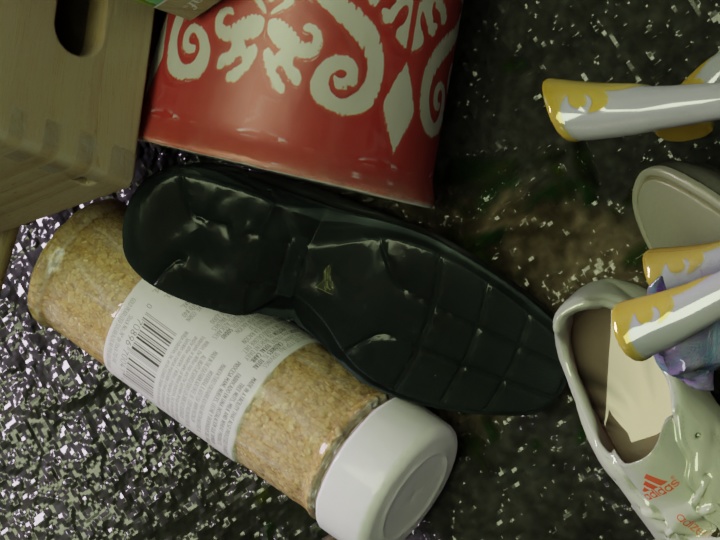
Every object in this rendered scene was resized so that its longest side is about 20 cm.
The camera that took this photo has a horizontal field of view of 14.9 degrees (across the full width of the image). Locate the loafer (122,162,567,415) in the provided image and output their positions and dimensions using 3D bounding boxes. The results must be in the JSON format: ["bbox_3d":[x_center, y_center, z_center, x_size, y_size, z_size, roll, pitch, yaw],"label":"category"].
[{"bbox_3d":[0.000,0.000,1.184,0.200,0.072,0.073,25,109,2],"label":"loafer"}]

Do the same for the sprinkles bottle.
[{"bbox_3d":[-0.054,0.045,1.211,0.200,0.068,0.068,34,103,22],"label":"sprinkles bottle"}]

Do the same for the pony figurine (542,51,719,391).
[{"bbox_3d":[0.182,-0.037,1.016,0.200,0.167,0.193,-28,61,26],"label":"pony figurine"}]

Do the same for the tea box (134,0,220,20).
[{"bbox_3d":[-0.105,-0.232,1.056,0.134,0.197,0.200,-28,59,38],"label":"tea box"}]

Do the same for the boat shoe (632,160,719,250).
[{"bbox_3d":[0.196,0.019,1.108,0.200,0.057,0.067,42,142,24],"label":"boat shoe"}]

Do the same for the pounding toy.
[{"bbox_3d":[-0.167,-0.078,1.184,0.184,0.142,0.200,-16,62,48],"label":"pounding toy"}]

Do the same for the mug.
[{"bbox_3d":[-0.031,-0.142,1.172,0.177,0.133,0.200,14,92,23],"label":"mug"}]

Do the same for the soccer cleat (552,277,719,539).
[{"bbox_3d":[0.139,0.091,1.112,0.069,0.078,0.200,-39,75,20],"label":"soccer cleat"}]
